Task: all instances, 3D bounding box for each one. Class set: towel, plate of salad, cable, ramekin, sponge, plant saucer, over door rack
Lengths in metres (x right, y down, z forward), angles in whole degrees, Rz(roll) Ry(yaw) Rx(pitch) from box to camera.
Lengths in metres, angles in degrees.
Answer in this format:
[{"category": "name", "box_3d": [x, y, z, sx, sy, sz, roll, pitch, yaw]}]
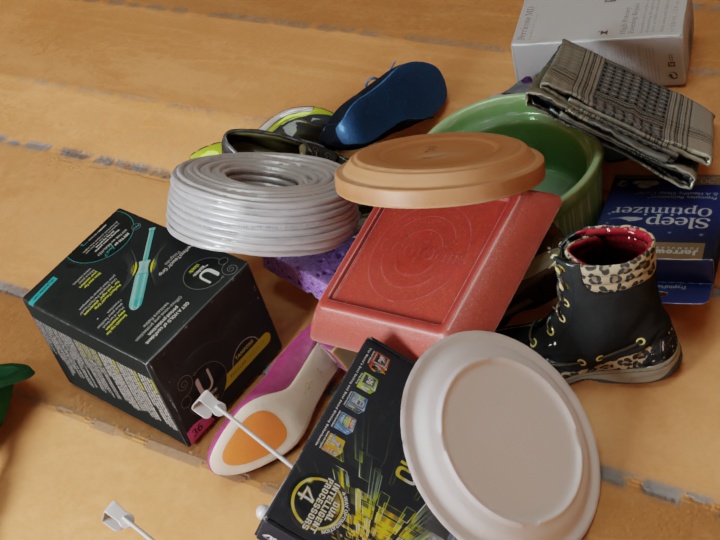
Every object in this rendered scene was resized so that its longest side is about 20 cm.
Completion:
[{"category": "towel", "box_3d": [0.271, -0.168, 1.282, 0.191, 0.035, 0.200, 29, 32, 4]}, {"category": "plate of salad", "box_3d": [0.114, 0.147, 1.046, 0.048, 0.199, 0.201, -41, 18, 49]}, {"category": "cable", "box_3d": [-0.098, -0.069, 1.278, 0.197, 0.070, 0.200, 9, 18, 11]}, {"category": "ramekin", "box_3d": [0.157, -0.082, 1.297, 0.197, 0.098, 0.201, -11, 42, 10]}, {"category": "sponge", "box_3d": [0.000, 0.000, 1.304, 0.111, 0.030, 0.199, -28, 40, -32]}, {"category": "plant saucer", "box_3d": [0.060, -0.010, 1.168, 0.198, 0.037, 0.201, 11, 62, 42]}, {"category": "over door rack", "box_3d": [-0.105, 0.203, 1.080, 0.199, 0.067, 0.148, 31, 59, 15]}, {"category": "plant saucer", "box_3d": [0.074, -0.099, 1.183, 0.197, 0.033, 0.201, -4, 17, 1]}]

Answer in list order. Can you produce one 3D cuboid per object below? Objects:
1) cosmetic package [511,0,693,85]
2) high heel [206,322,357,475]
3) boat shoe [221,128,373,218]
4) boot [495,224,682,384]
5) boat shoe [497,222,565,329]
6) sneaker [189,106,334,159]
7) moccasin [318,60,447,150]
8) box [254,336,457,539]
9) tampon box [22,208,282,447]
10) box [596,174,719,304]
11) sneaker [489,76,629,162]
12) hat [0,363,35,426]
[{"category": "cosmetic package", "box_3d": [0.282, -0.268, 1.464, 0.197, 0.075, 0.102, 1, 45, 21]}, {"category": "high heel", "box_3d": [-0.080, 0.116, 1.222, 0.200, 0.067, 0.096, -47, 23, -13]}, {"category": "boat shoe", "box_3d": [-0.065, -0.109, 1.398, 0.198, 0.066, 0.073, 17, 72, 10]}, {"category": "boot", "box_3d": [0.178, 0.033, 1.125, 0.201, 0.155, 0.074, -3, 43, 19]}, {"category": "boat shoe", "box_3d": [0.111, 0.019, 1.206, 0.201, 0.075, 0.075, -27, 58, 10]}, {"category": "sneaker", "box_3d": [-0.106, -0.122, 1.478, 0.198, 0.074, 0.081, -26, 56, -3]}, {"category": "moccasin", "box_3d": [0.022, -0.193, 1.462, 0.068, 0.081, 0.199, -17, 7, 45]}, {"category": "box", "box_3d": [0.027, 0.177, 1.061, 0.160, 0.049, 0.201, 32, 55, 2]}, {"category": "tampon box", "box_3d": [-0.209, 0.054, 1.276, 0.199, 0.127, 0.150, 21, 55, 36]}, {"category": "box", "box_3d": [0.288, -0.035, 1.213, 0.120, 0.033, 0.201, 2, 34, 22]}, {"category": "sneaker", "box_3d": [0.236, -0.180, 1.391, 0.199, 0.075, 0.087, 20, 50, 37]}, {"category": "hat", "box_3d": [-0.408, 0.202, 1.284, 0.164, 0.179, 0.200, -7, 5, 17]}]
